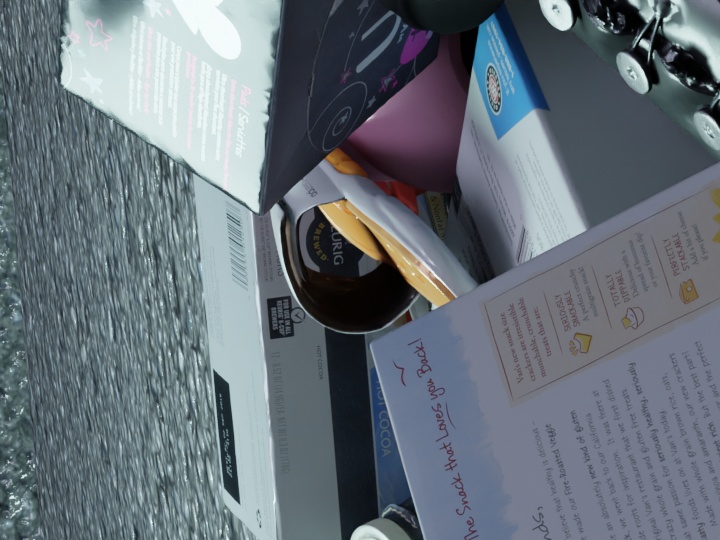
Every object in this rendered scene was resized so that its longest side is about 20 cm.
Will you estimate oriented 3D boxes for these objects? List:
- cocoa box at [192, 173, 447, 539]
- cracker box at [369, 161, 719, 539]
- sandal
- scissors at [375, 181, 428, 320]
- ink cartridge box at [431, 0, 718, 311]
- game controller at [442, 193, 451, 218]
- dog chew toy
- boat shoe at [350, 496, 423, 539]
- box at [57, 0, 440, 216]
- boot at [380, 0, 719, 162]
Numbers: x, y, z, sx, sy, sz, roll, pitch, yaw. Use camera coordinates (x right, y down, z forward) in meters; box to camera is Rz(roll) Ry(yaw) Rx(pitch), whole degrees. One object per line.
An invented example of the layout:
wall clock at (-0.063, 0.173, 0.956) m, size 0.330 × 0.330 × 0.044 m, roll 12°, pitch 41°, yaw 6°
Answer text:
cocoa box at (-0.006, 0.035, 1.522) m, size 0.133 × 0.130 × 0.201 m, roll -148°, pitch 51°, yaw -71°
cracker box at (0.112, 0.047, 0.967) m, size 0.058 × 0.199 × 0.135 m, roll 33°, pitch -145°, yaw -54°
sandal at (-0.005, -0.006, 1.249) m, size 0.079 × 0.059 × 0.207 m, roll 50°, pitch 176°, yaw -21°
scissors at (0.024, -0.026, 1.384) m, size 0.014 × 0.073 × 0.200 m, roll -66°, pitch 33°, yaw 26°
ink cartridge box at (0.096, -0.003, 1.203) m, size 0.201 × 0.084 × 0.145 m, roll 99°, pitch 159°, yaw -47°
game controller at (0.069, -0.045, 1.401) m, size 0.104 × 0.042 × 0.201 m, roll -27°, pitch 71°, yaw 60°
dog chew toy at (0.016, -0.096, 1.333) m, size 0.200 × 0.124 × 0.125 m, roll -2°, pitch 95°, yaw 60°
boat shoe at (0.067, 0.205, 1.453) m, size 0.201 × 0.062 × 0.075 m, roll 58°, pitch 149°, yaw 9°
box at (-0.034, -0.146, 1.135) m, size 0.114 × 0.132 × 0.201 m, roll 34°, pitch 144°, yaw 18°
boot at (0.099, -0.090, 1.062) m, size 0.200 × 0.066 × 0.165 m, roll 37°, pitch 164°, yaw 17°
